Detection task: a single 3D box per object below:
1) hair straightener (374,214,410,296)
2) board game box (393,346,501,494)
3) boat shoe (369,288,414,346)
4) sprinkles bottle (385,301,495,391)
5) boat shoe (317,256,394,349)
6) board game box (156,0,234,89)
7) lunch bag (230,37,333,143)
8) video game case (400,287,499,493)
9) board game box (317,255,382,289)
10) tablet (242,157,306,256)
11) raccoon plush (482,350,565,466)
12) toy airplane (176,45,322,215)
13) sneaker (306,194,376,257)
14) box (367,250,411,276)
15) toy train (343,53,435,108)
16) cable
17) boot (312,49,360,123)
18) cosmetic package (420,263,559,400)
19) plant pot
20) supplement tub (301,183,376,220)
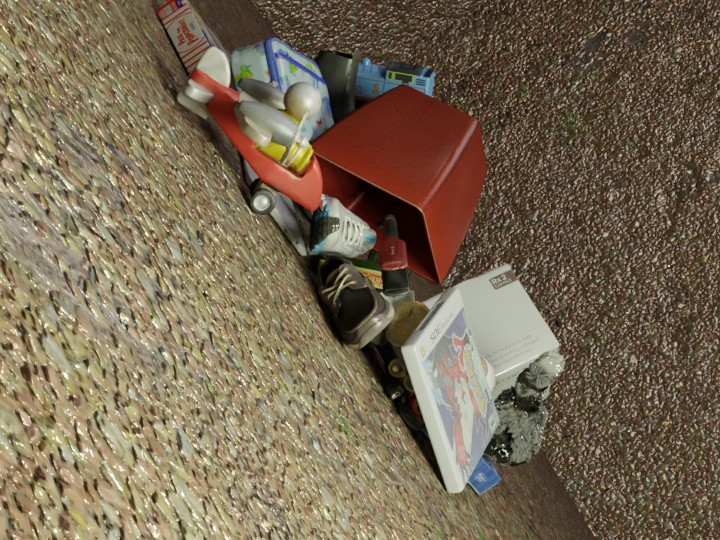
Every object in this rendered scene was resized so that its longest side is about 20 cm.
[{"bbox_3d":[0.037,-0.012,1.565,0.200,0.041,0.077,-106,-172,-66],"label":"hair straightener"},{"bbox_3d":[0.106,0.188,1.732,0.200,0.043,0.199,51,7,-43],"label":"board game box"},{"bbox_3d":[0.017,0.057,1.635,0.201,0.060,0.072,-8,106,-71],"label":"boat shoe"},{"bbox_3d":[0.110,0.112,1.642,0.200,0.068,0.068,42,15,-47],"label":"sprinkles bottle"},{"bbox_3d":[-0.018,0.035,1.470,0.073,0.074,0.200,45,0,-18],"label":"boat shoe"},{"bbox_3d":[-0.197,-0.275,1.738,0.200,0.046,0.152,49,9,-52],"label":"board game box"},{"bbox_3d":[-0.103,-0.230,1.705,0.200,0.082,0.161,19,57,-69],"label":"lunch bag"},{"bbox_3d":[0.117,0.146,1.542,0.182,0.023,0.200,-46,122,-59],"label":"video game case"},{"bbox_3d":[0.000,0.000,1.692,0.095,0.030,0.200,12,6,4],"label":"board game box"},{"bbox_3d":[-0.116,-0.102,1.629,0.130,0.014,0.200,55,7,-23],"label":"tablet"},{"bbox_3d":[0.234,0.188,1.706,0.097,0.200,0.134,45,20,3],"label":"raccoon plush"},{"bbox_3d":[-0.115,-0.181,1.431,0.200,0.141,0.199,60,7,28],"label":"toy airplane"},{"bbox_3d":[-0.021,-0.051,1.547,0.200,0.086,0.075,149,-49,-87],"label":"sneaker"},{"bbox_3d":[0.053,-0.038,1.926,0.035,0.200,0.110,5,30,-19],"label":"box"},{"bbox_3d":[0.019,-0.269,1.897,0.087,0.200,0.114,-56,155,-69],"label":"toy train"},{"bbox_3d":[0.062,0.140,1.582,0.097,0.050,0.200,58,7,-9],"label":"cable"},{"bbox_3d":[-0.083,-0.274,1.849,0.200,0.139,0.077,15,16,28],"label":"boot"},{"bbox_3d":[0.193,0.128,1.929,0.165,0.165,0.200,60,-12,27],"label":"cosmetic package"},{"bbox_3d":[0.069,-0.134,1.704,0.200,0.176,0.200,30,-21,25],"label":"plant pot"},{"bbox_3d":[-0.029,-0.141,1.913,0.145,0.145,0.200,54,6,-21],"label":"supplement tub"}]
